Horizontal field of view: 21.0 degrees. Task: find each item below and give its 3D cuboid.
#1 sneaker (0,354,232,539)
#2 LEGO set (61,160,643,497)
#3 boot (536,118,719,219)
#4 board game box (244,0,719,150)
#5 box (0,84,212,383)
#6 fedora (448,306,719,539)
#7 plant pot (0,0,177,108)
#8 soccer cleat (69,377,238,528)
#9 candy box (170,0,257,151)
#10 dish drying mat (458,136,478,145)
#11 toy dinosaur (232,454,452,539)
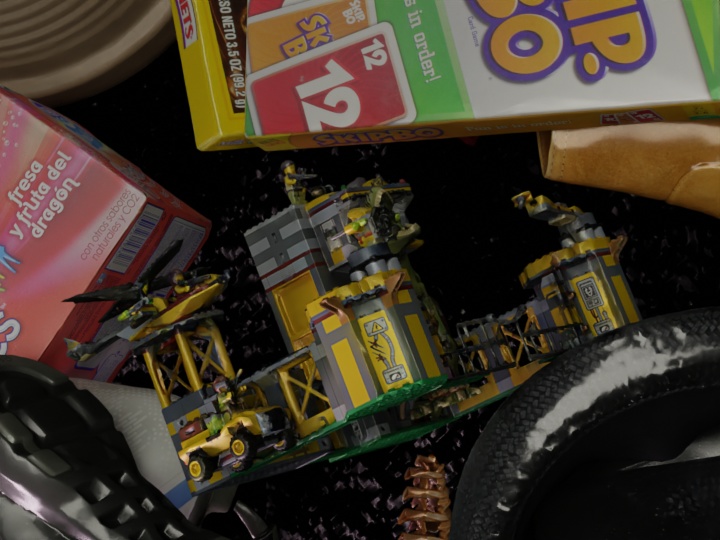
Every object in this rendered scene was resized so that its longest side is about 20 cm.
[{"bbox_3d":[-0.084,0.119,0.687,0.200,0.075,0.079,45,115,21],"label":"sneaker"},{"bbox_3d":[0.000,0.000,0.717,0.154,0.199,0.116,-31,76,44],"label":"LEGO set"},{"bbox_3d":[0.140,-0.034,0.735,0.143,0.071,0.202,-4,72,-7],"label":"boot"},{"bbox_3d":[0.053,-0.099,0.716,0.199,0.030,0.096,-3,80,16],"label":"board game box"},{"bbox_3d":[-0.161,0.032,0.788,0.095,0.103,0.200,35,93,13],"label":"box"},{"bbox_3d":[0.129,0.090,0.717,0.200,0.092,0.202,-1,106,-3],"label":"fedora"},{"bbox_3d":[-0.155,-0.173,0.812,0.200,0.093,0.202,-1,83,10],"label":"plant pot"},{"bbox_3d":[-0.123,0.135,0.772,0.086,0.070,0.201,23,95,-15],"label":"soccer cleat"},{"bbox_3d":[-0.036,-0.151,0.791,0.102,0.026,0.201,-6,81,-34],"label":"candy box"},{"bbox_3d":[0.076,-0.148,0.772,0.018,0.077,0.201,29,90,23],"label":"dish drying mat"},{"bbox_3d":[-0.007,0.158,0.745,0.135,0.102,0.201,24,95,11],"label":"toy dinosaur"}]
